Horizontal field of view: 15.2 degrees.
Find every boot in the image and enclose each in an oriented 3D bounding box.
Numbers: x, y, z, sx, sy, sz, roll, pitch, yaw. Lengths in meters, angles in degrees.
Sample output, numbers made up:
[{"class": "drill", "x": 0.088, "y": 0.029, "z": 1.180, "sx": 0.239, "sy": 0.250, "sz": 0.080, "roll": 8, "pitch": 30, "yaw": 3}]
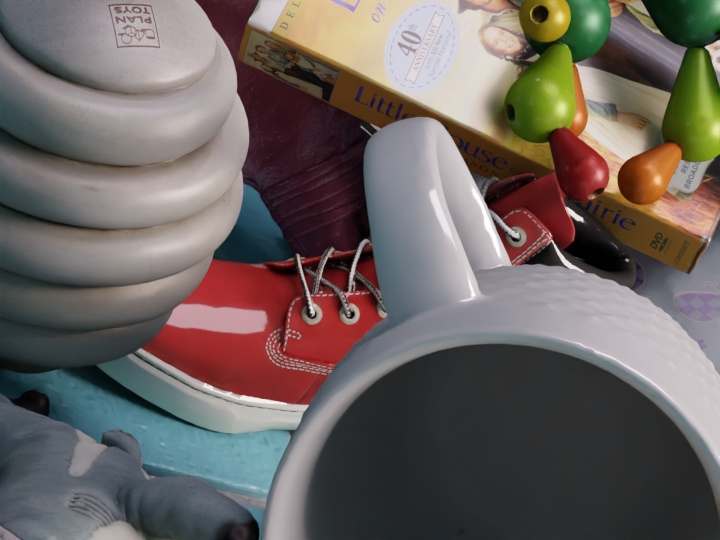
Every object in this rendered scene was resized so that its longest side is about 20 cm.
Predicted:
[{"class": "boot", "x": 0.000, "y": 0.000, "z": 1.023, "sx": 0.200, "sy": 0.144, "sz": 0.073, "roll": 16, "pitch": 42, "yaw": -29}]

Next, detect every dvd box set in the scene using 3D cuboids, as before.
[{"class": "dvd box set", "x": 0.070, "y": -0.102, "z": 1.086, "sx": 0.200, "sy": 0.029, "sz": 0.147, "roll": 26, "pitch": 59, "yaw": 3}]

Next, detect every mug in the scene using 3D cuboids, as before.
[{"class": "mug", "x": 0.045, "y": 0.046, "z": 0.871, "sx": 0.175, "sy": 0.147, "sz": 0.200, "roll": -54, "pitch": 124, "yaw": -76}]

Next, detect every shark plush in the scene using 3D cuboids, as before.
[{"class": "shark plush", "x": -0.104, "y": 0.062, "z": 0.849, "sx": 0.083, "sy": 0.091, "sz": 0.200, "roll": 23, "pitch": 24, "yaw": -33}]

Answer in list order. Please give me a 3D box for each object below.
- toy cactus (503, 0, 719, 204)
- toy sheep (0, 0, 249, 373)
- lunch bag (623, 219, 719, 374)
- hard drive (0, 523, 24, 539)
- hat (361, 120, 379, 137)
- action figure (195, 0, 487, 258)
[{"class": "toy cactus", "x": 0.111, "y": -0.120, "z": 1.043, "sx": 0.200, "sy": 0.102, "sz": 0.165, "roll": -37, "pitch": 65, "yaw": -19}, {"class": "toy sheep", "x": -0.101, "y": -0.045, "z": 0.926, "sx": 0.137, "sy": 0.200, "sz": 0.138, "roll": 9, "pitch": 38, "yaw": -7}, {"class": "lunch bag", "x": 0.172, "y": -0.003, "z": 1.209, "sx": 0.200, "sy": 0.170, "sz": 0.127, "roll": 16, "pitch": 50, "yaw": -35}, {"class": "hard drive", "x": -0.143, "y": 0.080, "z": 0.726, "sx": 0.200, "sy": 0.140, "sz": 0.038, "roll": 35, "pitch": 64, "yaw": -1}, {"class": "hat", "x": 0.047, "y": -0.111, "z": 1.371, "sx": 0.200, "sy": 0.081, "sz": 0.201, "roll": 29, "pitch": 24, "yaw": -14}, {"class": "action figure", "x": -0.017, "y": -0.038, "z": 1.132, "sx": 0.149, "sy": 0.134, "sz": 0.200, "roll": -30, "pitch": 91, "yaw": -29}]
